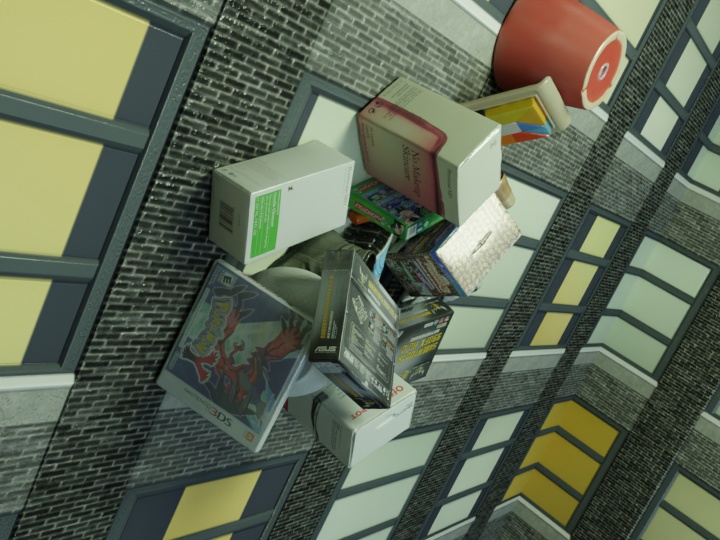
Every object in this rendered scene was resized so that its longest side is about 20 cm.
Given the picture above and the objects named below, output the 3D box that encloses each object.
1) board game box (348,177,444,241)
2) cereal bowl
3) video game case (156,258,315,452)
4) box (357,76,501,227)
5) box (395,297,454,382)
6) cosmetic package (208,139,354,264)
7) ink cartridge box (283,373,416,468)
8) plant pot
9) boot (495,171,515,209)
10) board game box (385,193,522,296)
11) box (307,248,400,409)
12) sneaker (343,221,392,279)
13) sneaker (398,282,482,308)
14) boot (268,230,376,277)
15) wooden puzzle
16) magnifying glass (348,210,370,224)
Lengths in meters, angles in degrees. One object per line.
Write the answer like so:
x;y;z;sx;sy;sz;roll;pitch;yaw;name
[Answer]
0.088;-0.124;1.336;0.198;0.133;0.030;-29;138;-39;board game box
-0.108;0.103;1.186;0.084;0.195;0.204;-89;-166;-64;cereal bowl
-0.171;0.117;1.131;0.203;0.180;0.023;-62;167;8;video game case
0.105;-0.182;1.243;0.109;0.198;0.129;-42;147;-23;box
0.065;0.141;1.465;0.197;0.048;0.161;-12;133;-43;box
-0.107;-0.099;1.121;0.198;0.084;0.110;-25;135;-42;cosmetic package
-0.028;0.198;1.311;0.143;0.199;0.085;-25;135;-37;ink cartridge box
0.363;-0.388;1.461;0.199;0.176;0.203;-37;145;-32;plant pot
0.192;-0.196;1.462;0.072;0.200;0.166;-44;114;1;boot
0.157;-0.043;1.440;0.159;0.199;0.097;-45;106;-19;board game box
-0.003;0.087;1.151;0.200;0.047;0.162;51;41;-55;box
0.000;0.000;1.360;0.203;0.077;0.090;-63;158;-21;sneaker
0.145;0.046;1.549;0.115;0.199;0.076;-44;103;-24;sneaker
-0.073;0.026;1.238;0.201;0.130;0.068;-53;151;-7;boot
0.262;-0.263;1.447;0.184;0.196;0.038;28;51;-60;wooden puzzle
0.065;-0.110;1.389;0.197;0.080;0.023;-19;137;-33;magnifying glass
